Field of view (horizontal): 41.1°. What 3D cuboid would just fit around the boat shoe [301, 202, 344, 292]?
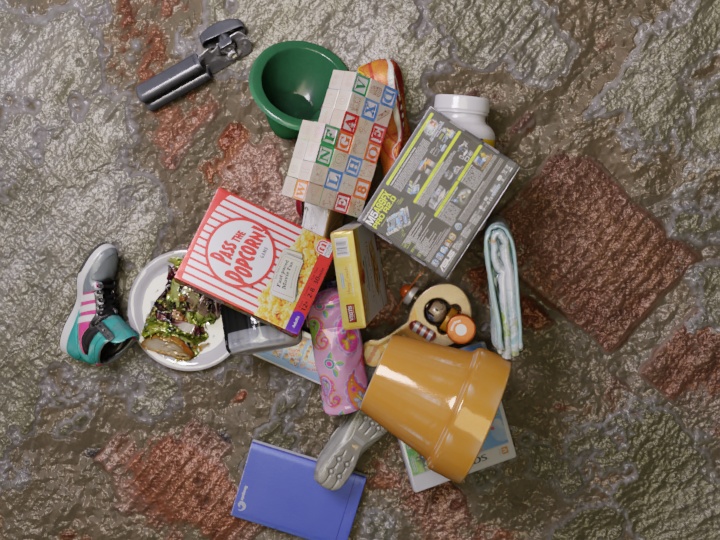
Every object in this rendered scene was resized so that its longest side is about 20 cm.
[{"bbox_3d":[-0.081,-0.025,1.536,0.069,0.071,0.201,21,103,24],"label":"boat shoe"}]

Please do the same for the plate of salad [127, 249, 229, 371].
[{"bbox_3d":[-0.283,0.067,1.560,0.199,0.048,0.202,0,96,3],"label":"plate of salad"}]

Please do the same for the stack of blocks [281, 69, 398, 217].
[{"bbox_3d":[-0.030,-0.190,1.421,0.115,0.058,0.201,14,94,-41],"label":"stack of blocks"}]

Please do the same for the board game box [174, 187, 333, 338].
[{"bbox_3d":[-0.153,-0.011,1.422,0.199,0.046,0.152,25,77,-4],"label":"board game box"}]

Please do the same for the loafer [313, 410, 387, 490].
[{"bbox_3d":[-0.008,0.264,1.562,0.070,0.070,0.200,44,79,-19],"label":"loafer"}]

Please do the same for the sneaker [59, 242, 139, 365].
[{"bbox_3d":[-0.401,0.067,1.529,0.120,0.084,0.201,26,105,23],"label":"sneaker"}]

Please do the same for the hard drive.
[{"bbox_3d":[-0.103,0.374,1.599,0.199,0.025,0.133,17,97,0],"label":"hard drive"}]

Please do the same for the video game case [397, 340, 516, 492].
[{"bbox_3d":[0.143,0.236,1.554,0.181,0.022,0.201,-17,96,-10],"label":"video game case"}]

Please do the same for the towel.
[{"bbox_3d":[0.215,0.021,1.471,0.048,0.171,0.201,-5,97,5],"label":"towel"}]

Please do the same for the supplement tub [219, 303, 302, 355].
[{"bbox_3d":[-0.163,0.025,1.501,0.122,0.123,0.201,-10,83,4],"label":"supplement tub"}]

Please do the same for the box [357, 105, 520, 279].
[{"bbox_3d":[0.114,-0.114,1.410,0.160,0.044,0.201,33,97,0],"label":"box"}]

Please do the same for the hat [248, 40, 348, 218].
[{"bbox_3d":[-0.112,-0.235,1.531,0.165,0.176,0.201,24,58,-3],"label":"hat"}]

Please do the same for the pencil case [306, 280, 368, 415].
[{"bbox_3d":[-0.038,0.123,1.503,0.087,0.087,0.201,-10,105,4],"label":"pencil case"}]

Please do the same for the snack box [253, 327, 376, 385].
[{"bbox_3d":[-0.074,0.143,1.571,0.199,0.024,0.072,24,98,-1],"label":"snack box"}]

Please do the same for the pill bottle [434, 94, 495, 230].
[{"bbox_3d":[0.148,-0.166,1.480,0.112,0.112,0.201,5,97,2],"label":"pill bottle"}]

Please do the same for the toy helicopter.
[{"bbox_3d":[0.081,0.085,1.533,0.199,0.079,0.133,-30,91,7],"label":"toy helicopter"}]

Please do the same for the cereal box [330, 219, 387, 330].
[{"bbox_3d":[0.000,0.000,1.463,0.039,0.200,0.145,-7,98,12],"label":"cereal box"}]

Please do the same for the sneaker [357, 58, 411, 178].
[{"bbox_3d":[0.036,-0.228,1.509,0.077,0.073,0.201,-7,90,19],"label":"sneaker"}]

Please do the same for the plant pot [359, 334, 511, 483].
[{"bbox_3d":[0.105,0.190,1.448,0.182,0.200,0.201,23,97,5],"label":"plant pot"}]

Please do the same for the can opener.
[{"bbox_3d":[-0.265,-0.329,1.519,0.199,0.053,0.067,-27,63,6],"label":"can opener"}]
